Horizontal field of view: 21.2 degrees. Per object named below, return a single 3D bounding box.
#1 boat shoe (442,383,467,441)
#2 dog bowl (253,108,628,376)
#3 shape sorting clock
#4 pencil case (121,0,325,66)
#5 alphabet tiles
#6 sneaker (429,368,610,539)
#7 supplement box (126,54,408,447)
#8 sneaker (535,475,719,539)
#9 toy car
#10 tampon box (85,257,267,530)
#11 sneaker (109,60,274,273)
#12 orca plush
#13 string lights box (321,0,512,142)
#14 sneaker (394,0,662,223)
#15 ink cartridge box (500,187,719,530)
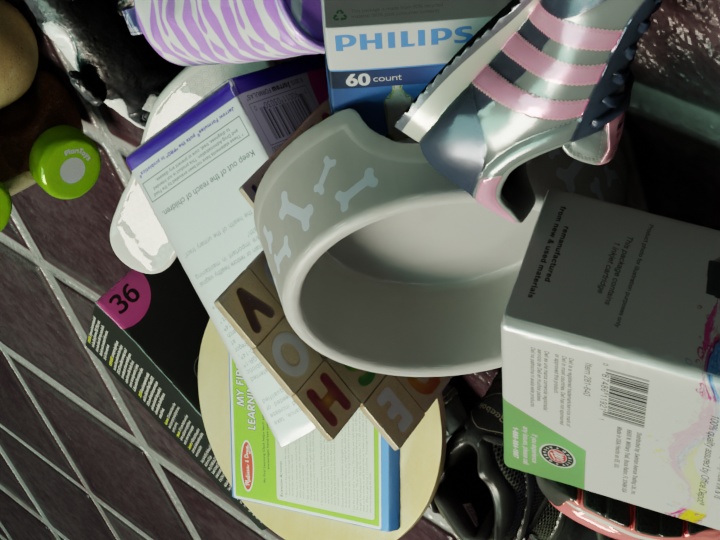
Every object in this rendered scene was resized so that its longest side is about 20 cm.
[{"bbox_3d":[0.037,0.137,1.429,0.062,0.073,0.200,48,154,9],"label":"boat shoe"},{"bbox_3d":[0.044,-0.012,0.995,0.201,0.198,0.059,85,179,-58],"label":"dog bowl"},{"bbox_3d":[-0.027,0.091,1.268,0.198,0.039,0.202,9,108,29],"label":"shape sorting clock"},{"bbox_3d":[-0.058,-0.161,1.085,0.199,0.083,0.086,7,112,57],"label":"pencil case"},{"bbox_3d":[0.000,0.000,1.101,0.168,0.200,0.008,51,135,-10],"label":"alphabet tiles"},{"bbox_3d":[0.104,0.157,1.283,0.076,0.114,0.200,32,156,37],"label":"sneaker"},{"bbox_3d":[-0.036,-0.013,1.160,0.103,0.101,0.201,-31,86,35],"label":"supplement box"},{"bbox_3d":[0.188,0.138,1.027,0.198,0.074,0.087,11,143,5],"label":"sneaker"},{"bbox_3d":[-0.311,-0.155,1.506,0.164,0.157,0.202,38,148,50],"label":"toy car"},{"bbox_3d":[-0.081,0.062,1.415,0.200,0.150,0.126,46,160,3],"label":"tampon box"},{"bbox_3d":[-0.106,-0.096,1.302,0.070,0.100,0.201,30,127,-5],"label":"sneaker"},{"bbox_3d":[-0.177,-0.187,1.321,0.201,0.071,0.105,56,-158,-10],"label":"orca plush"},{"bbox_3d":[0.035,-0.088,0.988,0.201,0.101,0.060,84,-179,-58],"label":"string lights box"},{"bbox_3d":[0.102,-0.096,0.842,0.082,0.070,0.200,47,135,-3],"label":"sneaker"},{"bbox_3d":[0.172,0.055,0.919,0.198,0.085,0.145,15,150,14],"label":"ink cartridge box"}]
